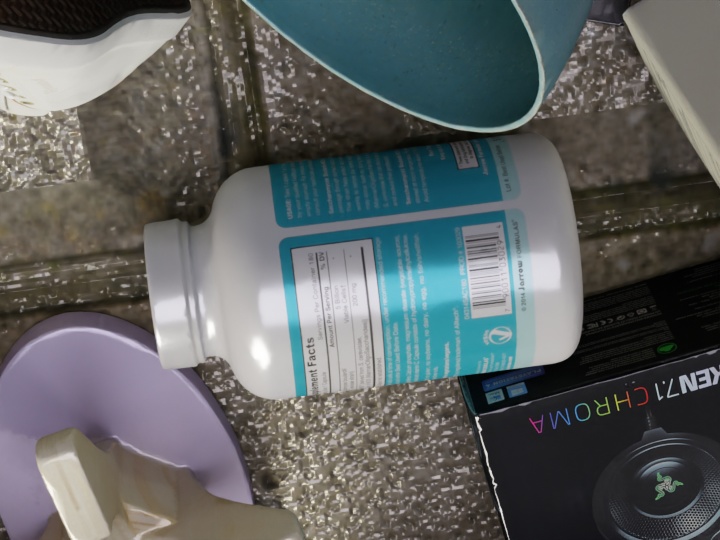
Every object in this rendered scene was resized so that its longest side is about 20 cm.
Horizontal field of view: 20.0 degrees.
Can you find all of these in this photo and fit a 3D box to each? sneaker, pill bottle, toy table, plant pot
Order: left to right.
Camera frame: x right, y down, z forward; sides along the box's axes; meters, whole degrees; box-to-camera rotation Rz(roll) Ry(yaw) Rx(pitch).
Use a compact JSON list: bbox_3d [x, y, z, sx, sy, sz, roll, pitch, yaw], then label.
[{"bbox_3d":[-0.147,-0.096,0.872,0.085,0.200,0.073,-43,76,21],"label":"sneaker"},{"bbox_3d":[-0.119,0.134,1.009,0.183,0.117,0.201,-29,114,7],"label":"toy table"},{"bbox_3d":[0.000,0.000,0.966,0.198,0.111,0.112,-7,114,-2],"label":"pill bottle"},{"bbox_3d":[0.027,-0.172,0.814,0.200,0.200,0.135,44,73,-20],"label":"plant pot"}]

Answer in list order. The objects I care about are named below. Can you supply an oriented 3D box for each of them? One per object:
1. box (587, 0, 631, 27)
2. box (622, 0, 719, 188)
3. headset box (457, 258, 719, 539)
[{"bbox_3d":[0.044,-0.222,0.908,0.198,0.050,0.200,7,112,-10],"label":"box"},{"bbox_3d":[0.220,-0.046,0.905,0.108,0.128,0.201,-32,69,8],"label":"box"},{"bbox_3d":[0.154,0.115,1.040,0.173,0.093,0.201,-15,115,1],"label":"headset box"}]
